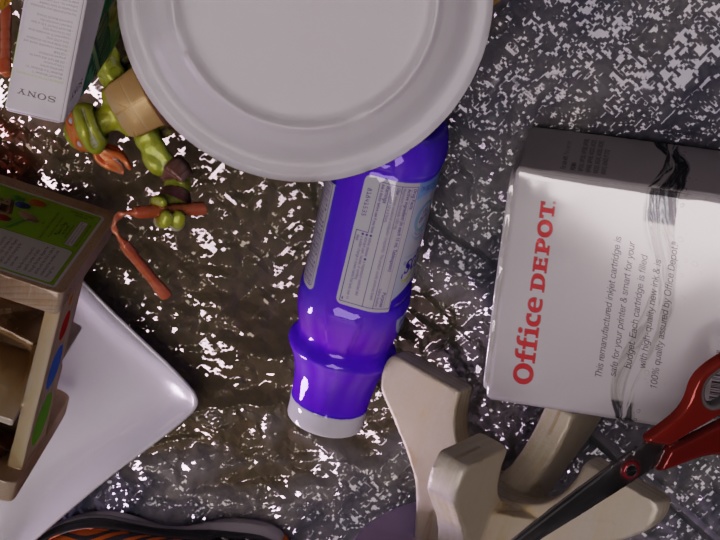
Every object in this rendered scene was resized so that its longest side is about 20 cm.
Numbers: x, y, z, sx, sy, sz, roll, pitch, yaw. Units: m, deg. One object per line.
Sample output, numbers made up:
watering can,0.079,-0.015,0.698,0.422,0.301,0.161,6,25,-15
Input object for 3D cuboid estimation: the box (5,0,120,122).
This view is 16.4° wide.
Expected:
box,-0.137,-0.193,1.298,0.036,0.144,0.201,16,114,0

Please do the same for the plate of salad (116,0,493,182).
plate of salad,-0.029,-0.147,1.323,0.199,0.048,0.201,0,100,-1

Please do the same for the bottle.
bottle,0.000,0.000,1.443,0.065,0.084,0.201,15,113,4

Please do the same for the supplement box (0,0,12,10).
supplement box,-0.242,-0.251,1.323,0.196,0.200,0.133,16,114,4

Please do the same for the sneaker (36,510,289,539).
sneaker,-0.142,0.203,1.539,0.199,0.112,0.078,-9,110,14

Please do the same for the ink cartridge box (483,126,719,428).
ink cartridge box,0.179,0.009,1.411,0.199,0.084,0.145,8,113,6

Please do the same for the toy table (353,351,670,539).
toy table,0.077,0.138,1.426,0.183,0.200,0.118,24,112,12

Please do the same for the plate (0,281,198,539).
plate,-0.229,0.062,1.542,0.199,0.032,0.200,-39,101,23

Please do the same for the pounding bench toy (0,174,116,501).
pounding bench toy,-0.236,0.052,1.411,0.124,0.200,0.157,18,114,2

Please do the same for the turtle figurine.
turtle figurine,-0.106,-0.098,1.433,0.161,0.064,0.201,-26,90,9

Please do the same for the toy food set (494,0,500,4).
toy food set,-0.010,-0.220,1.359,0.199,0.049,0.199,-17,101,2

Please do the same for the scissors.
scissors,0.153,0.095,1.352,0.199,0.014,0.073,-19,112,-11
